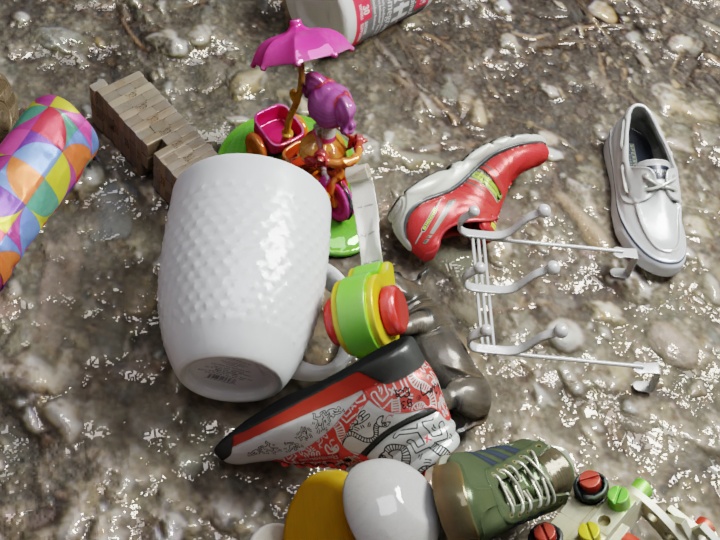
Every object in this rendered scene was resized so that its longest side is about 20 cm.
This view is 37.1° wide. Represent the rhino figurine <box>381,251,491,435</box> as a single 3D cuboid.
[{"bbox_3d":[0.054,0.063,0.967,0.086,0.060,0.202,1,50,-35],"label":"rhino figurine"}]

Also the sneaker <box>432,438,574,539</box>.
[{"bbox_3d":[0.117,0.159,0.817,0.089,0.200,0.068,-21,78,13],"label":"sneaker"}]

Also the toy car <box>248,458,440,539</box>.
[{"bbox_3d":[0.010,0.249,0.781,0.149,0.174,0.202,27,40,-38],"label":"toy car"}]

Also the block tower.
[{"bbox_3d":[-0.190,-0.117,1.063,0.058,0.054,0.200,-33,66,-30],"label":"block tower"}]

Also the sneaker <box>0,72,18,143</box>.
[{"bbox_3d":[-0.408,-0.126,1.022,0.107,0.071,0.201,-9,32,14],"label":"sneaker"}]

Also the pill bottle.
[{"bbox_3d":[0.020,-0.334,1.226,0.199,0.111,0.111,-34,65,-29],"label":"pill bottle"}]

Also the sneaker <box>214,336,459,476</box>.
[{"bbox_3d":[-0.018,0.144,0.865,0.109,0.200,0.067,61,18,-3],"label":"sneaker"}]

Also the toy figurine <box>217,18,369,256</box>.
[{"bbox_3d":[-0.048,-0.140,1.024,0.149,0.185,0.200,-27,63,-26],"label":"toy figurine"}]

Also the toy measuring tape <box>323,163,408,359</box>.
[{"bbox_3d":[0.000,0.000,0.908,0.072,0.074,0.203,-3,76,-12],"label":"toy measuring tape"}]

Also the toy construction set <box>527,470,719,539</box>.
[{"bbox_3d":[0.205,0.235,0.847,0.199,0.093,0.130,-28,38,-35],"label":"toy construction set"}]

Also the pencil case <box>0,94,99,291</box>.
[{"bbox_3d":[-0.318,-0.072,0.993,0.087,0.089,0.201,20,51,5],"label":"pencil case"}]

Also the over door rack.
[{"bbox_3d":[0.190,0.019,1.000,0.197,0.067,0.149,13,52,-17],"label":"over door rack"}]

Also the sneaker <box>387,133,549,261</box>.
[{"bbox_3d":[0.118,-0.070,1.085,0.199,0.077,0.085,-30,82,-22],"label":"sneaker"}]

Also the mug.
[{"bbox_3d":[-0.082,0.024,0.936,0.198,0.147,0.177,25,53,-30],"label":"mug"}]

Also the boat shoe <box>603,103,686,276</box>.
[{"bbox_3d":[0.299,-0.089,1.120,0.072,0.066,0.202,-2,54,-11],"label":"boat shoe"}]
